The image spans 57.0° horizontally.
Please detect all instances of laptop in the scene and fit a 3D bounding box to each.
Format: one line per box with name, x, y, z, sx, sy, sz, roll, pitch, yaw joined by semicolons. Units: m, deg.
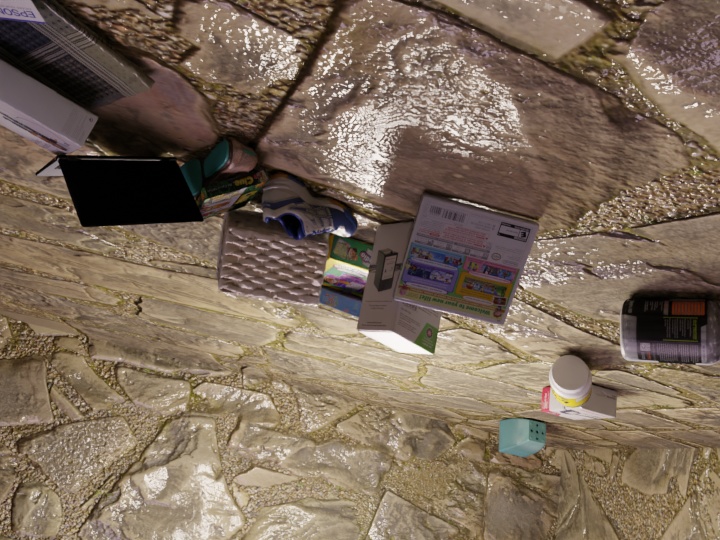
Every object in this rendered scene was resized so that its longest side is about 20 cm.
laptop;-0.377;-0.116;1.034;0.185;0.118;0.199;-6;179;-40

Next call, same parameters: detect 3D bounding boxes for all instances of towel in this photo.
towel;-0.391;-0.277;0.845;0.190;0.035;0.200;-6;153;32

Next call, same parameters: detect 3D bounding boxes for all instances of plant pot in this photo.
plant pot;0.721;0.723;2.913;0.139;0.143;0.200;16;153;-15

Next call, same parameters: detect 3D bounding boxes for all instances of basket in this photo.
basket;-0.158;-0.020;1.193;0.197;0.138;0.124;9;-165;-10

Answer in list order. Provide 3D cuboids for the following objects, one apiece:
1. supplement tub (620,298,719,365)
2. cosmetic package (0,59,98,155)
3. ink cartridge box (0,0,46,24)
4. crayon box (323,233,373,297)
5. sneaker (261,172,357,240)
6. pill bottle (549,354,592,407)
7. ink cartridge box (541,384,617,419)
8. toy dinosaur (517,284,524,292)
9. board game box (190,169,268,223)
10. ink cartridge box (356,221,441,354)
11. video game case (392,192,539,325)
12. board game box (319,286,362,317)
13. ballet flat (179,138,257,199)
supplement tub;0.605;0.116;1.266;0.197;0.124;0.122;0;159;30
cosmetic package;-0.457;-0.220;0.908;0.150;0.052;0.199;33;167;-29
ink cartridge box;-0.444;-0.341;0.662;0.194;0.048;0.200;8;162;3
crayon box;0.000;0.000;1.363;0.197;0.059;0.172;17;159;-19
sneaker;-0.089;-0.085;1.126;0.199;0.089;0.075;24;155;-37
pill bottle;0.578;0.303;1.824;0.113;0.116;0.200;3;159;20
ink cartridge box;0.703;0.423;2.139;0.143;0.086;0.200;17;160;-19
toy dinosaur;0.227;0.027;1.351;0.197;0.059;0.102;2;146;1
board game box;-0.220;-0.118;1.079;0.104;0.024;0.200;-23;-178;-21
ink cartridge box;0.083;0.034;1.196;0.083;0.203;0.145;-2;158;38
video game case;0.170;-0.015;1.084;0.197;0.184;0.022;13;-161;-8
board game box;-0.019;0.071;1.476;0.150;0.037;0.199;19;-177;25
ballet flat;-0.228;-0.152;1.051;0.067;0.069;0.199;5;170;-40
